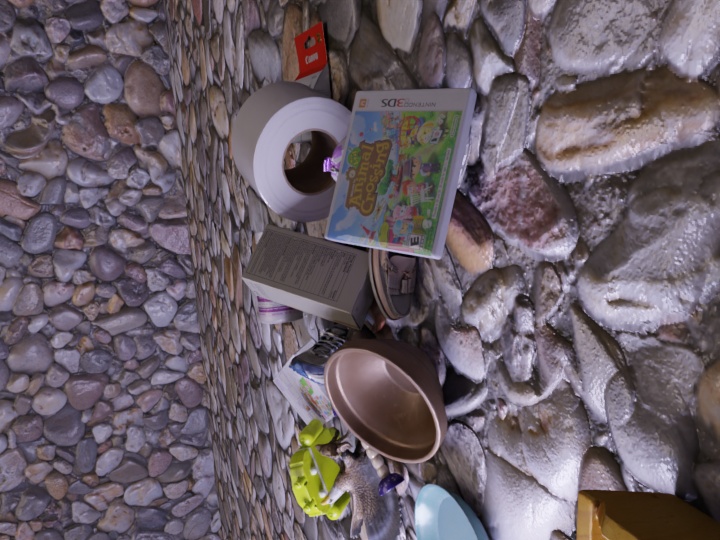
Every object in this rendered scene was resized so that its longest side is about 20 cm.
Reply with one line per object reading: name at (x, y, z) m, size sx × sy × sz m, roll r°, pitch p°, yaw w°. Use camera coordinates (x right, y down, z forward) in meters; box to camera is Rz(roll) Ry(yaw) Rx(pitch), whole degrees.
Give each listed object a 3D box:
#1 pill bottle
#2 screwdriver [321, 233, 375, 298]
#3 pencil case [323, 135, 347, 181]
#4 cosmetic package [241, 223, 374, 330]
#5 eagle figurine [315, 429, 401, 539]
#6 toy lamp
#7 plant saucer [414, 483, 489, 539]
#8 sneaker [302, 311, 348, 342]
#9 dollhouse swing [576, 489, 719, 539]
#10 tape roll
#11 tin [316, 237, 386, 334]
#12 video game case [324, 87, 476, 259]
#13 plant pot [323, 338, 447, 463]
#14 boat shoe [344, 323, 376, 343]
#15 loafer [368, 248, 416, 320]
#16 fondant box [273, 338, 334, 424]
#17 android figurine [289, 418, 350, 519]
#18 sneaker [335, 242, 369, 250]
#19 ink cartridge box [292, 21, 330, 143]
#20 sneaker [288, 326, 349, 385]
pill bottle at (-0.185, 0.011, 1.404) m, size 0.112 × 0.110 × 0.205 m, roll -177°, pitch 79°, yaw -65°
screwdriver at (0.000, 0.000, 1.009) m, size 0.200 × 0.028 × 0.029 m, roll 47°, pitch 159°, yaw 19°
pencil case at (0.035, -0.118, 0.851) m, size 0.199 × 0.084 × 0.086 m, roll 38°, pitch 132°, yaw 37°
cosmetic package at (-0.074, 0.009, 0.977) m, size 0.196 × 0.107 × 0.071 m, roll 18°, pitch 160°, yaw 21°
eagle figurine at (-0.005, 0.398, 1.154) m, size 0.202 × 0.150 × 0.152 m, roll 53°, pitch -159°, yaw -7°
toy lamp at (0.004, 0.287, 1.086) m, size 0.202 × 0.057 × 0.058 m, roll 58°, pitch 149°, yaw 17°
plant saucer at (0.141, 0.406, 0.896) m, size 0.199 × 0.035 × 0.205 m, roll 172°, pitch 90°, yaw -66°
sneaker at (-0.071, 0.060, 1.207) m, size 0.114 × 0.073 × 0.205 m, roll -160°, pitch 66°, yaw -64°
dollhouse swing at (0.256, 0.295, 0.456) m, size 0.199 × 0.178 × 0.180 m, roll 28°, pitch 103°, yaw 60°
tape roll at (-0.104, -0.201, 1.044) m, size 0.139 × 0.198 × 0.207 m, roll -136°, pitch 43°, yaw -54°
tin at (-0.032, 0.029, 1.071) m, size 0.200 × 0.042 × 0.113 m, roll 46°, pitch 146°, yaw 16°
video game case at (0.044, -0.127, 0.782) m, size 0.179 × 0.022 × 0.205 m, roll 11°, pitch 88°, yaw 40°
plant pot at (0.049, 0.171, 0.908) m, size 0.197 × 0.093 × 0.205 m, roll 21°, pitch 131°, yaw 26°
boat shoe at (0.007, 0.145, 1.045) m, size 0.201 × 0.071 × 0.066 m, roll 97°, pitch 162°, yaw -62°
loafer at (0.051, -0.030, 0.915) m, size 0.062 × 0.071 × 0.206 m, roll -10°, pitch 86°, yaw 45°
fondant box at (-0.100, 0.243, 1.295) m, size 0.145 × 0.058 × 0.200 m, roll 50°, pitch 151°, yaw 6°
android figurine at (-0.076, 0.390, 1.211) m, size 0.040 × 0.200 × 0.186 m, roll -19°, pitch 93°, yaw 22°
sneaker at (0.005, -0.082, 1.015) m, size 0.091 × 0.069 × 0.201 m, roll 53°, pitch 147°, yaw 21°
ink cartridge box at (-0.107, -0.349, 1.183) m, size 0.159 × 0.046 × 0.205 m, roll -162°, pitch 63°, yaw -64°
sneaker at (-0.056, 0.138, 1.087) m, size 0.076 × 0.199 × 0.087 m, roll 22°, pitch 100°, yaw 24°
